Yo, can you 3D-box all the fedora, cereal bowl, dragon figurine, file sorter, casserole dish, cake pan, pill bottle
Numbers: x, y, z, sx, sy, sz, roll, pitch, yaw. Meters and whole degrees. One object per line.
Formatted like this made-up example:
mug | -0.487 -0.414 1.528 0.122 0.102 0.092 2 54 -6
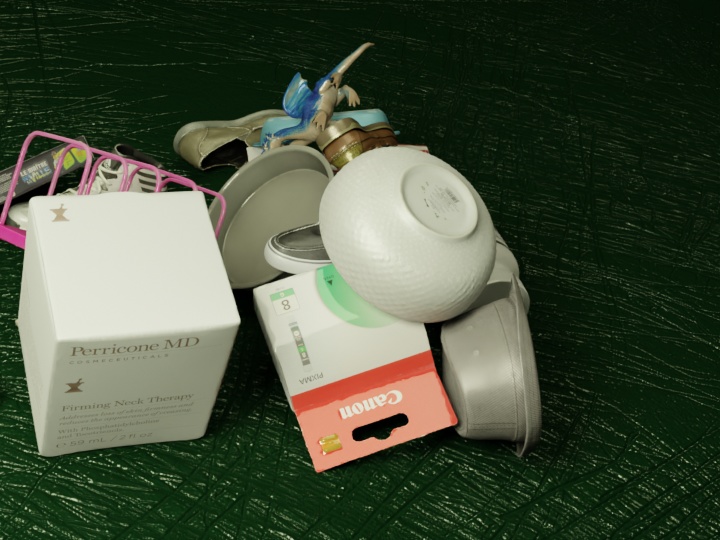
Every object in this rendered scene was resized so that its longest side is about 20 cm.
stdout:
fedora | 0.131 0.104 1.186 0.090 0.177 0.200 -5 48 0
cereal bowl | 0.061 -0.051 1.169 0.200 0.083 0.200 15 52 -21
dragon figurine | -0.058 -0.212 1.413 0.099 0.200 0.059 9 -16 45
file sorter | -0.267 -0.061 1.222 0.139 0.126 0.200 19 1 42
casserole dish | -0.047 -0.193 1.506 0.200 0.039 0.121 -4 8 3
cake pan | -0.106 -0.058 1.345 0.037 0.200 0.200 42 9 -44
pill bottle | 0.127 -0.009 1.386 0.116 0.116 0.200 0 36 -19

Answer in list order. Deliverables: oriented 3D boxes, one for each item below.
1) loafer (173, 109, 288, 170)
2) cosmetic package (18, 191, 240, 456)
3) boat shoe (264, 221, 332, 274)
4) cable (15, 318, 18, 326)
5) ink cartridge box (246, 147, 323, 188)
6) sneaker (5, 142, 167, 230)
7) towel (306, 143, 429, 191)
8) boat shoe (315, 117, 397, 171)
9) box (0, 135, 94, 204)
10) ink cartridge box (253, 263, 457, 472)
loafer | -0.162 -0.174 1.582 0.200 0.075 0.070 -14 53 -27
cosmetic package | -0.229 0.050 1.071 0.167 0.200 0.167 -4 53 -23
boat shoe | -0.007 -0.041 1.229 0.200 0.066 0.070 -3 36 -19
cable | -0.312 0.014 1.258 0.097 0.050 0.200 8 35 -3
ink cartridge box | -0.055 -0.104 1.505 0.200 0.068 0.115 5 33 -14
sneaker | -0.332 -0.104 1.368 0.200 0.116 0.076 -8 39 -28
towel | 0.015 -0.131 1.460 0.144 0.023 0.200 5 23 5
boat shoe | 0.005 -0.138 1.369 0.068 0.072 0.200 58 21 7
box | -0.429 -0.103 1.353 0.110 0.035 0.200 -14 15 38
ink cartridge box | -0.006 0.086 1.158 0.161 0.050 0.200 -18 63 -11
